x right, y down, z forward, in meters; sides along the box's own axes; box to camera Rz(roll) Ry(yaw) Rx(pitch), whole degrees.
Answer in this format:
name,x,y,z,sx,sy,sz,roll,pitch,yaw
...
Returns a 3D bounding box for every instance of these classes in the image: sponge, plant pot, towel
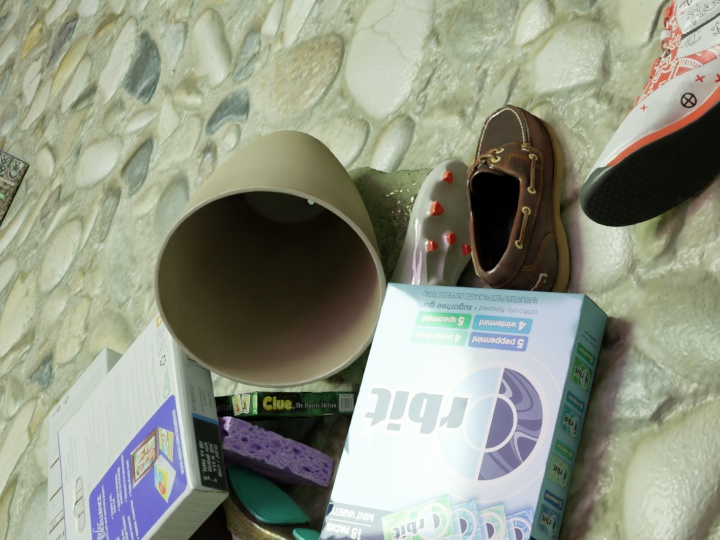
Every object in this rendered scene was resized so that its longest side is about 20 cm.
name,x,y,z,sx,sy,sz,roll,pitch,yaw
sponge,-0.124,0.161,1.228,0.199,0.111,0.030,-10,60,53
plant pot,-0.069,-0.036,1.183,0.187,0.187,0.201,-46,20,26
towel,0.000,0.000,1.236,0.148,0.036,0.202,7,73,57

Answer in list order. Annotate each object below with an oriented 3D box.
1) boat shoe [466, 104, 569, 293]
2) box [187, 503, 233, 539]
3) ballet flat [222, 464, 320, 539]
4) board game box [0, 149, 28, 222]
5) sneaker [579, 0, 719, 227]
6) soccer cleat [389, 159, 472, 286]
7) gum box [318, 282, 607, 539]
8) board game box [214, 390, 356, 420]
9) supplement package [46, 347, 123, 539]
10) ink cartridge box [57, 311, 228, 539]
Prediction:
name,x,y,z,sx,sy,sz,roll,pitch,yaw
boat shoe,0.116,-0.060,1.075,0.070,0.070,0.201,-41,36,33
box,-0.123,0.280,1.151,0.075,0.100,0.202,-32,43,40
ballet flat,-0.059,0.224,1.102,0.199,0.070,0.071,29,91,43
board game box,-0.635,-0.110,2.216,0.159,0.096,0.201,22,86,59
sneaker,0.224,-0.125,0.965,0.201,0.067,0.108,-44,35,23
soccer cleat,0.052,0.005,1.128,0.077,0.069,0.202,-18,55,53
gum box,0.072,0.112,0.986,0.169,0.044,0.202,3,69,36
board game box,-0.102,0.123,1.232,0.199,0.104,0.024,-12,75,52
supplement package,-0.228,0.198,1.352,0.117,0.116,0.201,-46,35,26
ink cartridge box,-0.190,0.162,1.181,0.200,0.043,0.199,-46,40,30
